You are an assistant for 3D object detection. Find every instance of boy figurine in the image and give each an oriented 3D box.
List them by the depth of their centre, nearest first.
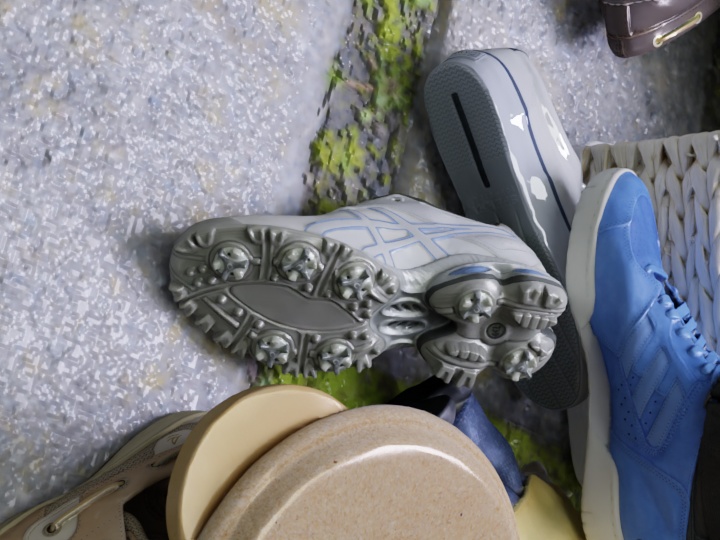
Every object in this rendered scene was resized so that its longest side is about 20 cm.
[{"bbox_3d":[0.083,0.144,0.831,0.201,0.064,0.124,57,28,-12],"label":"boy figurine"}]

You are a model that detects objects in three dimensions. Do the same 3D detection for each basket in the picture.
[{"bbox_3d":[0.203,0.023,0.926,0.135,0.123,0.202,3,83,-39],"label":"basket"}]

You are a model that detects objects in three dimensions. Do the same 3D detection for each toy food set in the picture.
[{"bbox_3d":[-0.009,0.155,0.708,0.199,0.048,0.200,14,89,-38],"label":"toy food set"}]

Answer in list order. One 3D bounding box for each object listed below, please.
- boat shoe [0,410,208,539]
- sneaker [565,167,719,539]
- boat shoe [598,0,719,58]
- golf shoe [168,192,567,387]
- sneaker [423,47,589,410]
[{"bbox_3d":[-0.110,0.126,0.692,0.200,0.064,0.072,-44,112,-34],"label":"boat shoe"},{"bbox_3d":[0.167,0.045,0.811,0.076,0.110,0.202,11,77,-54],"label":"sneaker"},{"bbox_3d":[0.208,-0.186,0.992,0.200,0.071,0.060,-33,125,-43],"label":"boat shoe"},{"bbox_3d":[0.000,0.000,0.800,0.198,0.079,0.098,11,34,-18],"label":"golf shoe"},{"bbox_3d":[0.098,-0.027,0.878,0.071,0.073,0.202,-24,103,-43],"label":"sneaker"}]
